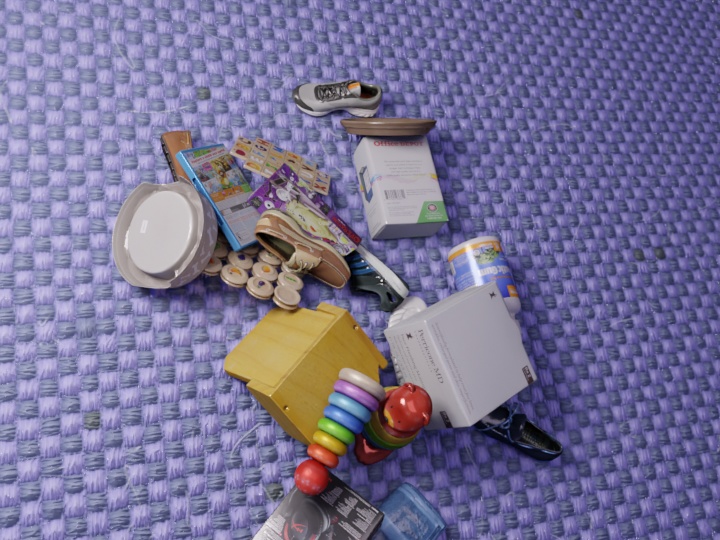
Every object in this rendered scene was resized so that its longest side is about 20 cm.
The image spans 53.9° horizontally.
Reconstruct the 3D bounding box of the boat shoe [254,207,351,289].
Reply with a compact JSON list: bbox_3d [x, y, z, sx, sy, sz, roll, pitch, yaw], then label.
[{"bbox_3d":[-0.112,-0.028,1.298,0.199,0.076,0.074,36,45,-6],"label":"boat shoe"}]

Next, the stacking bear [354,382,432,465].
[{"bbox_3d":[0.058,0.247,1.205,0.113,0.200,0.122,-15,74,-24],"label":"stacking bear"}]

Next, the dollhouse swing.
[{"bbox_3d":[-0.103,0.174,1.230,0.200,0.175,0.182,-48,111,-29],"label":"dollhouse swing"}]

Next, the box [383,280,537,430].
[{"bbox_3d":[0.181,0.153,1.278,0.199,0.130,0.200,-23,90,-36],"label":"box"}]

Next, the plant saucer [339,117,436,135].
[{"bbox_3d":[0.057,-0.295,1.451,0.199,0.200,0.030,-7,106,-22],"label":"plant saucer"}]

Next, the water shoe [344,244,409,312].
[{"bbox_3d":[0.000,0.000,1.356,0.200,0.071,0.079,40,91,18],"label":"water shoe"}]

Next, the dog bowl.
[{"bbox_3d":[-0.331,-0.061,1.212,0.059,0.199,0.202,27,60,-60],"label":"dog bowl"}]

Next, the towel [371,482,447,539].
[{"bbox_3d":[0.049,0.464,1.200,0.112,0.049,0.200,47,62,4],"label":"towel"}]

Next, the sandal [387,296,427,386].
[{"bbox_3d":[0.091,0.151,1.346,0.082,0.050,0.204,2,72,-2],"label":"sandal"}]

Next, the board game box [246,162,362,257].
[{"bbox_3d":[-0.104,-0.093,1.308,0.200,0.120,0.032,44,49,-13],"label":"board game box"}]

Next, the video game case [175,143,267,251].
[{"bbox_3d":[-0.241,-0.138,1.298,0.201,0.018,0.143,58,27,-1],"label":"video game case"}]

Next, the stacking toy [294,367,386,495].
[{"bbox_3d":[-0.038,0.260,1.118,0.085,0.085,0.201,30,74,-6],"label":"stacking toy"}]

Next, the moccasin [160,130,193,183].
[{"bbox_3d":[-0.310,-0.173,1.322,0.077,0.074,0.202,-17,66,-17],"label":"moccasin"}]

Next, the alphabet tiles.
[{"bbox_3d":[-0.151,-0.204,1.369,0.199,0.006,0.167,22,27,-10],"label":"alphabet tiles"}]

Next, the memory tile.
[{"bbox_3d":[-0.194,-0.009,1.280,0.199,0.017,0.154,25,31,-10],"label":"memory tile"}]

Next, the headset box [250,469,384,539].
[{"bbox_3d":[-0.079,0.433,1.130,0.148,0.075,0.200,32,60,17],"label":"headset box"}]

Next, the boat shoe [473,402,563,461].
[{"bbox_3d":[0.297,0.292,1.348,0.199,0.069,0.085,24,62,-7],"label":"boat shoe"}]

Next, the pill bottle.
[{"bbox_3d":[0.253,0.043,1.410,0.111,0.112,0.201,-9,72,-23],"label":"pill bottle"}]

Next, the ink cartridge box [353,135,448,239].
[{"bbox_3d":[0.080,-0.172,1.450,0.144,0.088,0.202,-5,72,-22],"label":"ink cartridge box"}]

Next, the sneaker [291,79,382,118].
[{"bbox_3d":[-0.047,-0.372,1.491,0.198,0.079,0.075,-3,72,-20],"label":"sneaker"}]
